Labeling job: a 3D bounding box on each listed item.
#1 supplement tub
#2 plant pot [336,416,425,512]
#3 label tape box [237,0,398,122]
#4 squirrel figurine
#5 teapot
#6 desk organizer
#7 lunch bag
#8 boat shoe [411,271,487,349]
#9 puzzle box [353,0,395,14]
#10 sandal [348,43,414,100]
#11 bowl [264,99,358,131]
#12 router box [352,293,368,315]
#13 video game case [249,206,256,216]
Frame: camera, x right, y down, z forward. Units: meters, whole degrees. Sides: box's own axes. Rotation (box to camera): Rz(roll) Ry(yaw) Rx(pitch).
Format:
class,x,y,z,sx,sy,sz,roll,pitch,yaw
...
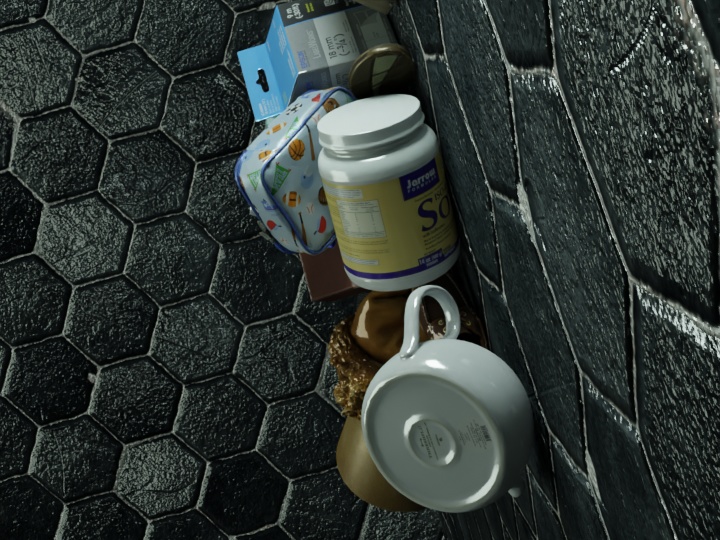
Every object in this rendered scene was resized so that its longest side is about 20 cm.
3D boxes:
class,x,y,z,sx,sy,sz,roll,pitch,yaw
supplement tub,0.031,-0.092,1.499,0.145,0.145,0.200,-111,6,-64
plant pot,0.064,0.206,1.780,0.200,0.186,0.187,96,162,-46
label tape box,-0.058,-0.286,1.642,0.063,0.200,0.144,78,176,-51
squirrel figurine,0.060,0.122,1.646,0.187,0.200,0.142,59,-170,14
teapot,0.105,0.147,1.360,0.146,0.197,0.200,-39,-25,-53
desk organizer,0.000,0.000,1.683,0.200,0.077,0.072,4,-110,-68
lunch bag,-0.057,-0.117,1.563,0.075,0.200,0.160,5,136,48
boat shoe,0.120,0.083,1.543,0.070,0.070,0.200,106,142,-77
puzzle box,-0.038,-0.393,1.534,0.025,0.133,0.200,-54,36,30
sandal,0.029,-0.240,1.558,0.200,0.082,0.055,52,-152,-77
bowl,-0.021,-0.191,1.758,0.105,0.201,0.201,43,153,55
router box,0.054,0.070,1.860,0.200,0.052,0.158,46,-135,-55
video game case,-0.043,-0.116,1.854,0.182,0.200,0.022,-72,-4,-49
